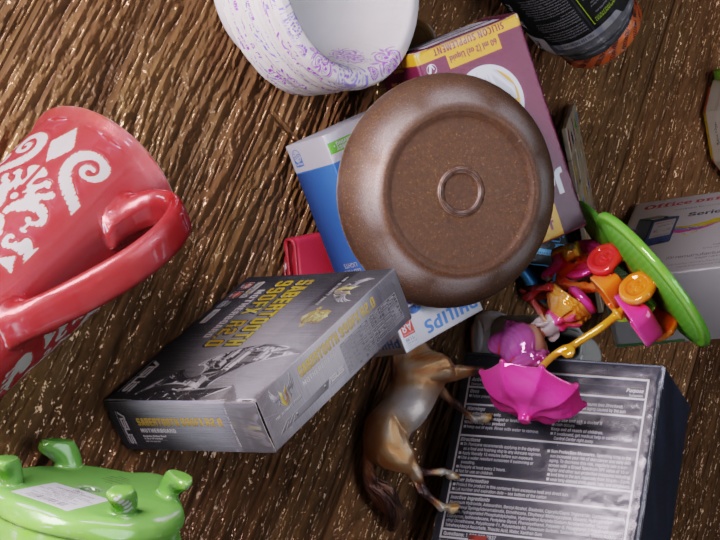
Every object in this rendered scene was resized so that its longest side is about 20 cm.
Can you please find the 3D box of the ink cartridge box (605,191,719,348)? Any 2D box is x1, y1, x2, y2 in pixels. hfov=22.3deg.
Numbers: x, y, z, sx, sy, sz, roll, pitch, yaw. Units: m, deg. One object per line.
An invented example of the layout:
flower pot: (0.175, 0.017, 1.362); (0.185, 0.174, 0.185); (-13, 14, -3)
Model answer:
ink cartridge box: (0.352, -0.005, 1.946); (0.200, 0.145, 0.088); (-51, 130, -58)

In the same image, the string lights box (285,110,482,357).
string lights box: (0.022, -0.036, 1.593); (0.103, 0.059, 0.201); (-28, 100, -37)

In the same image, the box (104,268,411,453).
box: (-0.078, 0.068, 1.422); (0.200, 0.158, 0.048); (-42, 119, -44)

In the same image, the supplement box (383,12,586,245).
supplement box: (0.108, -0.113, 1.615); (0.110, 0.086, 0.201); (-24, 101, -20)

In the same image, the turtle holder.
turtle holder: (-0.198, 0.197, 1.300); (0.186, 0.140, 0.132); (-99, -162, -83)

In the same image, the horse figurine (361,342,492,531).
horse figurine: (0.053, 0.135, 1.647); (0.132, 0.050, 0.201); (30, 80, -19)

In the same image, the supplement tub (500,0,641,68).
supplement tub: (0.195, -0.299, 1.827); (0.200, 0.122, 0.123); (44, 54, -40)

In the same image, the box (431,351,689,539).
box: (0.189, 0.193, 1.700); (0.123, 0.199, 0.199); (45, 53, -59)

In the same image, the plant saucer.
plant saucer: (0.079, -0.067, 1.542); (0.200, 0.037, 0.201); (-1, 94, -18)

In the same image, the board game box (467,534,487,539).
board game box: (0.100, 0.345, 1.638); (0.103, 0.019, 0.201); (-66, 156, -50)

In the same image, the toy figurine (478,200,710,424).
toy figurine: (0.181, 0.050, 1.631); (0.184, 0.200, 0.150); (-38, 130, -2)

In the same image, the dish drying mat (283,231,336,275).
dish drying mat: (0.000, 0.000, 1.639); (0.200, 0.018, 0.077); (-8, 92, -52)

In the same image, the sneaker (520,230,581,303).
sneaker: (0.161, -0.049, 1.800); (0.200, 0.073, 0.082); (48, 51, -38)

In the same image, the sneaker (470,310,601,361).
sneaker: (0.198, 0.084, 1.822); (0.200, 0.092, 0.076); (10, 79, -51)

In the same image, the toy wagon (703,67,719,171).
toy wagon: (0.486, -0.183, 2.252); (0.200, 0.039, 0.156); (-23, 105, -51)

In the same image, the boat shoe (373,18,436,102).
boat shoe: (0.061, -0.132, 1.692); (0.069, 0.071, 0.201); (-11, 98, -60)

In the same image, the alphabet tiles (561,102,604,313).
alphabet tiles: (0.233, -0.064, 1.889); (0.167, 0.008, 0.201); (-55, 135, -73)

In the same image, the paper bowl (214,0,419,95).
paper bowl: (-0.048, -0.247, 1.530); (0.200, 0.104, 0.202); (5, 83, -51)

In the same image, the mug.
mug: (-0.225, -0.011, 1.241); (0.133, 0.177, 0.200); (47, 53, -7)
